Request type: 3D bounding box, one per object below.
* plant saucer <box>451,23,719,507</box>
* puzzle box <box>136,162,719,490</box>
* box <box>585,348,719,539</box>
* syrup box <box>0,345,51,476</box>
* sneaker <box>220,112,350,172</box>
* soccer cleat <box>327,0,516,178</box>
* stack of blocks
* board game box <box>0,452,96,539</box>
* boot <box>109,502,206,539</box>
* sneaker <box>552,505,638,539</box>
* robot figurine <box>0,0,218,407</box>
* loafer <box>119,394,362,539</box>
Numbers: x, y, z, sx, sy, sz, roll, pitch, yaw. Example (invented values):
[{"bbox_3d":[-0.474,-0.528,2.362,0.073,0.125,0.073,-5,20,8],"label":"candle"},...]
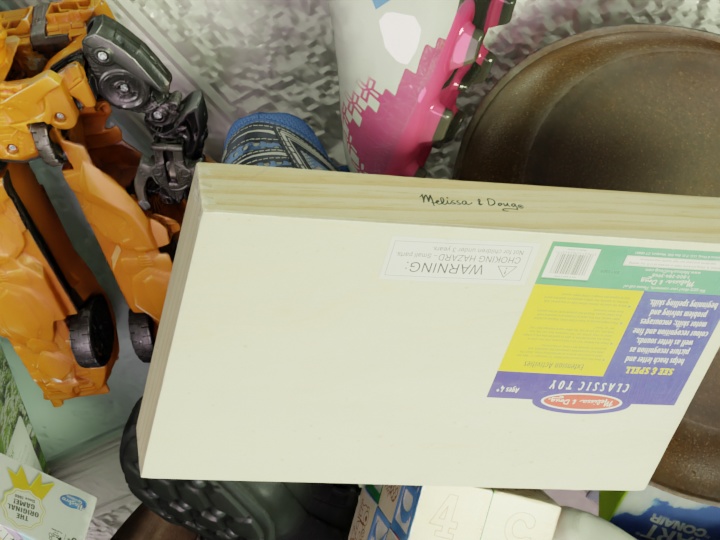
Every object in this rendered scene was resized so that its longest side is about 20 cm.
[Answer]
[{"bbox_3d":[0.125,-0.003,0.685,0.199,0.032,0.201,20,130,25],"label":"plant saucer"},{"bbox_3d":[0.029,0.025,0.650,0.198,0.026,0.134,4,134,-16],"label":"puzzle box"},{"bbox_3d":[0.181,0.067,0.777,0.121,0.048,0.201,17,134,-5],"label":"box"},{"bbox_3d":[-0.204,0.068,0.829,0.081,0.079,0.201,-1,134,12],"label":"syrup box"},{"bbox_3d":[0.000,0.000,0.730,0.076,0.086,0.200,-11,154,16],"label":"sneaker"},{"bbox_3d":[0.012,-0.114,0.627,0.086,0.070,0.201,25,133,9],"label":"soccer cleat"},{"bbox_3d":[0.014,0.170,0.764,0.058,0.115,0.202,14,96,-13],"label":"stack of blocks"},{"bbox_3d":[-0.229,0.100,0.784,0.199,0.034,0.135,27,133,-15],"label":"board game box"},{"bbox_3d":[-0.119,0.154,0.795,0.072,0.167,0.200,27,166,2],"label":"boot"},{"bbox_3d":[0.149,0.141,0.782,0.199,0.075,0.087,30,128,-32],"label":"sneaker"},{"bbox_3d":[-0.113,-0.027,0.732,0.144,0.058,0.201,-6,133,15],"label":"robot figurine"},{"bbox_3d":[-0.045,0.083,0.783,0.068,0.071,0.201,14,162,21],"label":"loafer"}]
